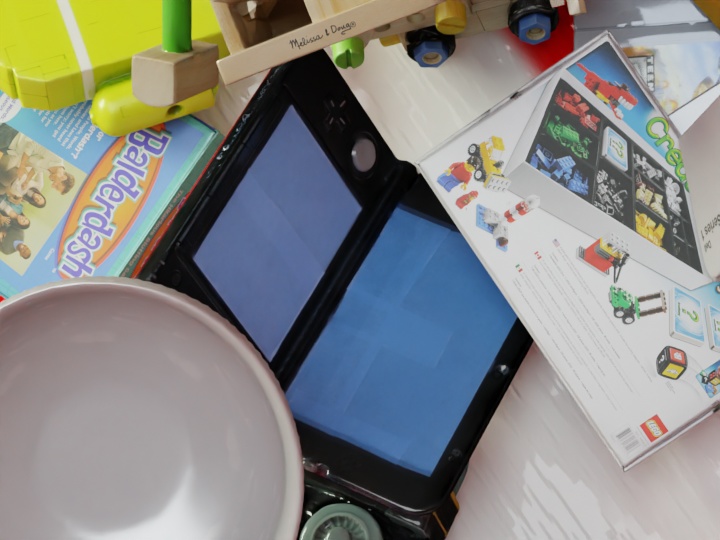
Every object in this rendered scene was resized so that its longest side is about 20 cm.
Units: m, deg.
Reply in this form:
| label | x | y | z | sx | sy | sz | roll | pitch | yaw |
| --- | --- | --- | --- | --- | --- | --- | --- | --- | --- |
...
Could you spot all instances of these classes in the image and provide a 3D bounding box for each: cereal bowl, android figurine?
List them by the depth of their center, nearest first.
| label | x | y | z | sx | sy | sz | roll | pitch | yaw |
| --- | --- | --- | --- | --- | --- | --- | --- | --- | --- |
| cereal bowl | -0.127 | 0.099 | 1.221 | 0.200 | 0.083 | 0.200 | 0 | 95 | -3 |
| android figurine | -0.148 | -0.159 | 1.412 | 0.200 | 0.041 | 0.182 | -19 | 62 | -10 |

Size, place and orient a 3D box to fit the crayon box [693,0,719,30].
| label | x | y | z | sx | sy | sz | roll | pitch | yaw |
| --- | --- | --- | --- | --- | --- | --- | --- | --- | --- |
| crayon box | 0.214 | -0.212 | 1.331 | 0.127 | 0.051 | 0.200 | -36 | 61 | -2 |

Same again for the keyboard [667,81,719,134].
| label | x | y | z | sx | sy | sz | roll | pitch | yaw |
| --- | --- | --- | --- | --- | --- | --- | --- | --- | --- |
| keyboard | 0.172 | -0.055 | 1.320 | 0.200 | 0.011 | 0.056 | -33 | 74 | 6 |

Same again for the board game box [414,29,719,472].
| label | x | y | z | sx | sy | sz | roll | pitch | yaw |
| --- | --- | --- | --- | --- | --- | --- | --- | --- | --- |
| board game box | 0.136 | -0.010 | 1.297 | 0.126 | 0.035 | 0.200 | -34 | 84 | 5 |

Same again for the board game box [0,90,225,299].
| label | x | y | z | sx | sy | sz | roll | pitch | yaw |
| --- | --- | --- | --- | --- | --- | --- | --- | --- | --- |
| board game box | -0.195 | -0.065 | 1.437 | 0.200 | 0.045 | 0.152 | 35 | 88 | 19 |

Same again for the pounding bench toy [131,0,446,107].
| label | x | y | z | sx | sy | sz | roll | pitch | yaw |
| --- | --- | --- | --- | --- | --- | --- | --- | --- | --- |
| pounding bench toy | -0.053 | -0.185 | 1.244 | 0.200 | 0.124 | 0.156 | -19 | 97 | 25 |

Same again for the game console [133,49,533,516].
| label | x | y | z | sx | sy | sz | roll | pitch | yaw |
| --- | --- | --- | --- | --- | --- | --- | --- | --- | --- |
| game console | 0.000 | 0.000 | 1.303 | 0.119 | 0.172 | 0.200 | 3 | 51 | 39 |

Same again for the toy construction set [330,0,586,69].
| label | x | y | z | sx | sy | sz | roll | pitch | yaw |
| --- | --- | --- | --- | --- | --- | --- | --- | --- | --- |
| toy construction set | 0.046 | -0.167 | 1.343 | 0.200 | 0.131 | 0.092 | 0 | 61 | 21 |

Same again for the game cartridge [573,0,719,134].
| label | x | y | z | sx | sy | sz | roll | pitch | yaw |
| --- | --- | --- | --- | --- | --- | --- | --- | --- | --- |
| game cartridge | 0.185 | -0.076 | 1.346 | 0.133 | 0.042 | 0.200 | -4 | 78 | 18 |

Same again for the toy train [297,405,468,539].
| label | x | y | z | sx | sy | sz | roll | pitch | yaw |
| --- | --- | --- | --- | --- | --- | --- | --- | --- | --- |
| toy train | -0.035 | 0.110 | 1.345 | 0.200 | 0.085 | 0.114 | 21 | 73 | 20 |

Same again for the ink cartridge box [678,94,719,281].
| label | x | y | z | sx | sy | sz | roll | pitch | yaw |
| --- | --- | --- | --- | --- | --- | --- | --- | --- | --- |
| ink cartridge box | 0.278 | -0.065 | 1.223 | 0.200 | 0.145 | 0.084 | -9 | 76 | -14 |
